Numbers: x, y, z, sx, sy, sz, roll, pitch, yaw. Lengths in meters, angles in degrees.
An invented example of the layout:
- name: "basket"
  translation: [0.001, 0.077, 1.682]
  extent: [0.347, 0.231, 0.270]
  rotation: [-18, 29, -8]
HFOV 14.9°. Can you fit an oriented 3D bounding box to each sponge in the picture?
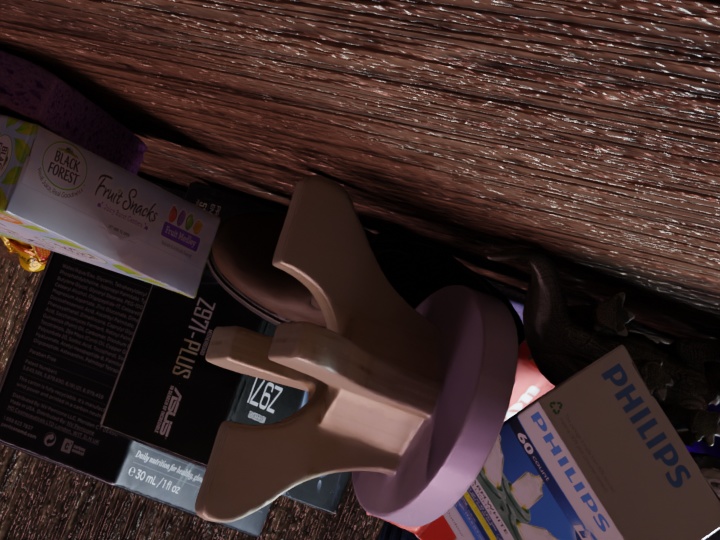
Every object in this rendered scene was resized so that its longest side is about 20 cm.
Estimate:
- name: "sponge"
  translation: [-0.191, -0.092, 1.487]
  extent: [0.111, 0.030, 0.200]
  rotation: [20, 175, 11]

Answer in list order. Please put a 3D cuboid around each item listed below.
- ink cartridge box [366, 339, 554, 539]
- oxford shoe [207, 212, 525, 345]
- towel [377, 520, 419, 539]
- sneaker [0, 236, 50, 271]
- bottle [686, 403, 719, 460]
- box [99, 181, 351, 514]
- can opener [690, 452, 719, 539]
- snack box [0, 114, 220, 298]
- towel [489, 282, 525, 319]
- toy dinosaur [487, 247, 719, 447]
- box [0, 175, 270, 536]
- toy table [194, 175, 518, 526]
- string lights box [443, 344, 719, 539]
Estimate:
- name: "ink cartridge box"
  translation: [0.112, 0.117, 1.571]
  extent: [0.050, 0.162, 0.200]
  rotation: [47, -172, 30]
- name: "oxford shoe"
  translation: [0.000, 0.000, 1.560]
  extent: [0.199, 0.073, 0.085]
  rotation: [16, 159, 19]
- name: "towel"
  translation: [0.078, 0.136, 1.870]
  extent: [0.111, 0.201, 0.048]
  rotation: [24, 160, -26]
- name: "sneaker"
  translation: [-0.233, -0.041, 1.967]
  extent: [0.073, 0.078, 0.200]
  rotation: [19, 174, 34]
- name: "bottle"
  translation: [0.239, 0.113, 1.584]
  extent: [0.199, 0.084, 0.066]
  rotation: [7, -132, -38]
- name: "box"
  translation: [-0.060, 0.053, 1.746]
  extent: [0.086, 0.165, 0.200]
  rotation: [18, 174, 26]
- name: "can opener"
  translation: [0.159, 0.125, 1.437]
  extent: [0.053, 0.067, 0.200]
  rotation: [16, 174, -20]
- name: "snack box"
  translation: [-0.183, -0.046, 1.469]
  extent: [0.141, 0.053, 0.200]
  rotation: [16, 174, 29]
- name: "towel"
  translation: [0.097, 0.097, 1.681]
  extent: [0.144, 0.024, 0.201]
  rotation: [19, 134, 8]
- name: "toy dinosaur"
  translation: [0.133, 0.050, 1.427]
  extent: [0.199, 0.078, 0.102]
  rotation: [19, 163, -28]
- name: "box"
  translation: [-0.126, 0.056, 1.861]
  extent: [0.123, 0.198, 0.200]
  rotation: [16, 174, 31]
- name: "toy table"
  translation: [-0.006, 0.057, 1.425]
  extent: [0.116, 0.185, 0.200]
  rotation: [20, 160, -15]
- name: "string lights box"
  translation: [0.108, 0.117, 1.410]
  extent: [0.103, 0.059, 0.200]
  rotation: [57, 159, 6]
